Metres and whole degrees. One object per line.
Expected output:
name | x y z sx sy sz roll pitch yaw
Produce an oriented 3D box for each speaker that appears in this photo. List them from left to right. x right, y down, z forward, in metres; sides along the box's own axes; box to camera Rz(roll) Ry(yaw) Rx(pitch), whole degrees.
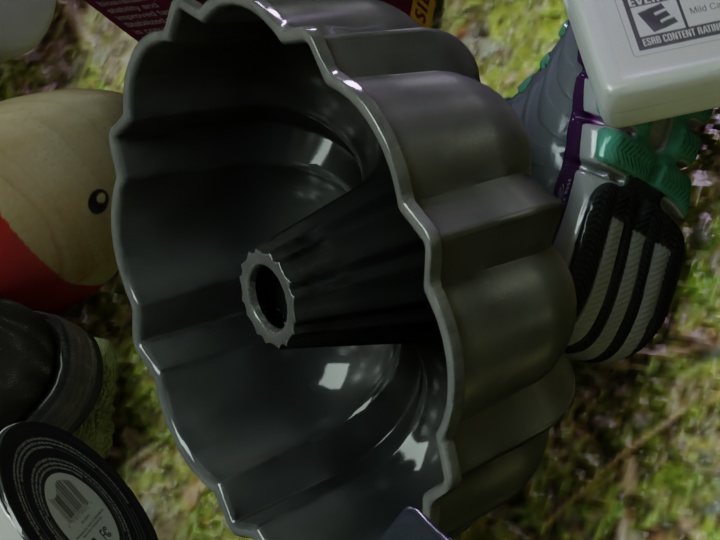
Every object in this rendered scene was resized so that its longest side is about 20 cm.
speaker | -0.164 0.141 0.970 0.200 0.081 0.081 -40 47 22

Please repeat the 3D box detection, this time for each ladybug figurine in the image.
ladybug figurine | -0.164 -0.005 1.071 0.200 0.136 0.072 -24 79 22

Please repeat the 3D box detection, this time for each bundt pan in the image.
bundt pan | 0.000 0.000 0.915 0.202 0.076 0.202 32 130 48

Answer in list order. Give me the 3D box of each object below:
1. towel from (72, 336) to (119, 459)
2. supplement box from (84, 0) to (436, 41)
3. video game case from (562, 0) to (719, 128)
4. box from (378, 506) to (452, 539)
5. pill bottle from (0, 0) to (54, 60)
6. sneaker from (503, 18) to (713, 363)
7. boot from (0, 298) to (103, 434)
towel | -0.177 0.109 1.069 0.200 0.036 0.149 -19 56 28
supplement box | -0.057 -0.164 1.022 0.103 0.200 0.131 -4 64 37
video game case | 0.153 -0.137 0.904 0.200 0.023 0.182 -12 53 -3
box | 0.026 0.197 0.761 0.200 0.182 0.104 -51 46 3
pill bottle | -0.232 -0.109 1.173 0.200 0.114 0.115 -15 57 31
sneaker | 0.077 -0.069 0.953 0.087 0.074 0.200 6 70 45
boot | -0.206 0.039 0.985 0.200 0.174 0.069 -37 49 15
